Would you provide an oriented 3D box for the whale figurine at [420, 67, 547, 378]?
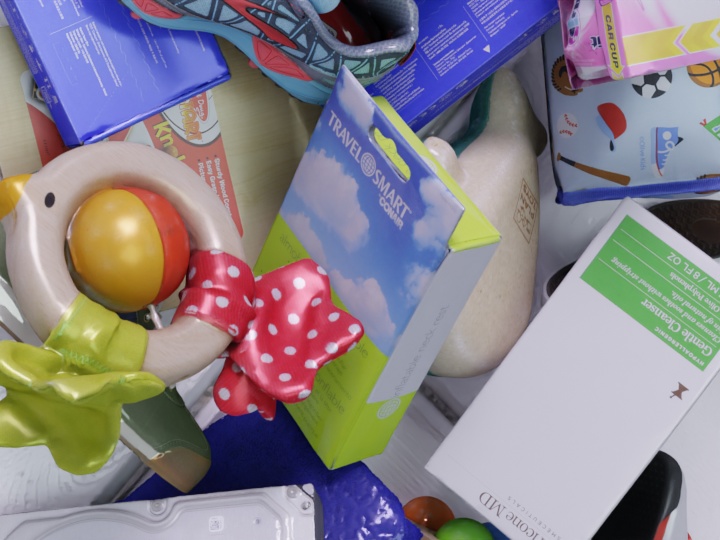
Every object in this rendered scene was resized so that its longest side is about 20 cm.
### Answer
[{"bbox_3d":[0.058,-0.031,0.829,0.159,0.103,0.202,49,53,-47],"label":"whale figurine"}]

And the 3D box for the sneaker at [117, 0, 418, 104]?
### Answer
[{"bbox_3d":[-0.047,-0.158,0.673,0.199,0.095,0.080,22,67,-41],"label":"sneaker"}]

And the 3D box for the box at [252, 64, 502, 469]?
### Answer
[{"bbox_3d":[0.000,0.000,0.733,0.047,0.122,0.201,-11,140,-39],"label":"box"}]

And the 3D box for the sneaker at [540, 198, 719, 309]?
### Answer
[{"bbox_3d":[0.201,0.013,0.914,0.198,0.073,0.085,-23,135,-25],"label":"sneaker"}]

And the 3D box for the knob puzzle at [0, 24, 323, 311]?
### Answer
[{"bbox_3d":[-0.115,-0.073,0.776,0.217,0.030,0.223,-2,96,-22],"label":"knob puzzle"}]

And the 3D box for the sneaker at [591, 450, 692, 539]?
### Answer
[{"bbox_3d":[0.221,0.231,0.937,0.107,0.067,0.204,11,95,-25],"label":"sneaker"}]

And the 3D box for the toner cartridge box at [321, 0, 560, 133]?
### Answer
[{"bbox_3d":[0.055,-0.161,0.768,0.199,0.043,0.095,-36,82,15],"label":"toner cartridge box"}]

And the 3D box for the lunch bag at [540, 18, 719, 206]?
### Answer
[{"bbox_3d":[0.213,-0.132,0.810,0.197,0.124,0.172,-4,95,7],"label":"lunch bag"}]

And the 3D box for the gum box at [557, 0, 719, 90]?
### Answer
[{"bbox_3d":[0.194,-0.172,0.698,0.198,0.066,0.115,-13,96,-17],"label":"gum box"}]

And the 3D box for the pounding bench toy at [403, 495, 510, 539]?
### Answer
[{"bbox_3d":[0.022,0.219,0.817,0.199,0.124,0.157,25,86,-23],"label":"pounding bench toy"}]

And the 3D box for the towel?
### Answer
[{"bbox_3d":[-0.079,0.174,0.776,0.199,0.148,0.050,-39,153,-12],"label":"towel"}]

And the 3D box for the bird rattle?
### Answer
[{"bbox_3d":[-0.102,0.009,0.661,0.198,0.112,0.165,-19,84,-31],"label":"bird rattle"}]

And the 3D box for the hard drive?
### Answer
[{"bbox_3d":[-0.117,0.197,0.720,0.197,0.038,0.141,-6,61,6],"label":"hard drive"}]

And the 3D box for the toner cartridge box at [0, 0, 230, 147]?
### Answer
[{"bbox_3d":[-0.155,-0.177,0.701,0.094,0.043,0.202,-27,103,-21],"label":"toner cartridge box"}]

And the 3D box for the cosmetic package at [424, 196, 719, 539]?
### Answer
[{"bbox_3d":[0.141,0.071,0.787,0.107,0.085,0.201,36,92,12],"label":"cosmetic package"}]

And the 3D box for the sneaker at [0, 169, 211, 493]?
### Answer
[{"bbox_3d":[-0.134,0.028,0.725,0.090,0.067,0.200,-44,107,-7],"label":"sneaker"}]
